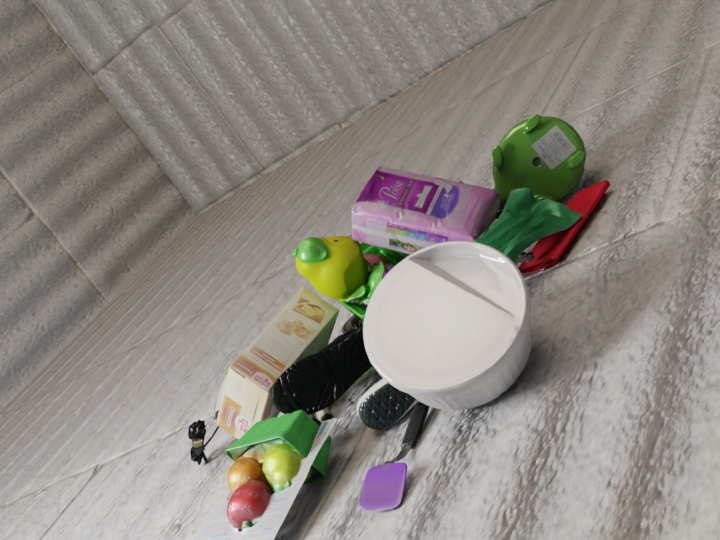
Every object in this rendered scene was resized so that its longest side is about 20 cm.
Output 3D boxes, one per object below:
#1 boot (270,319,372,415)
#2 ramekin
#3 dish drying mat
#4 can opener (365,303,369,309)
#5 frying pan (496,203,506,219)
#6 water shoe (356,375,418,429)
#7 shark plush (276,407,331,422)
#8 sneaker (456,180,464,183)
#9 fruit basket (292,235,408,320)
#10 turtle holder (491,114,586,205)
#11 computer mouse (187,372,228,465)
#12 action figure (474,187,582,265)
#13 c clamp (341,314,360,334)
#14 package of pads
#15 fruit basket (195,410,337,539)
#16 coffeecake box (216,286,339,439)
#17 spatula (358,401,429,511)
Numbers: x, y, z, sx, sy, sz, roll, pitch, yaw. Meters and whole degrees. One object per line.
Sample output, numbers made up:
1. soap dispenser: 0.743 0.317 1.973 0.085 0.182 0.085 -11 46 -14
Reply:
1. boot: -0.044 0.136 1.510 0.198 0.074 0.162 -34 0 -15
2. ramekin: 0.112 0.072 1.284 0.201 0.094 0.203 -12 55 18
3. dish drying mat: 0.298 -0.061 1.577 0.077 0.018 0.200 -21 21 48
4. can opener: 0.103 0.052 1.394 0.199 0.079 0.063 -18 29 23
5. frying pan: 0.187 -0.099 1.686 0.189 0.031 0.115 -15 38 8
6. water shoe: 0.077 0.125 1.394 0.200 0.072 0.079 -33 12 9
7. shark plush: -0.094 0.191 1.605 0.200 0.091 0.084 -85 20 -65
8. sneaker: 0.155 -0.085 1.886 0.088 0.081 0.200 -38 8 21
9. fruit basket: 0.000 0.000 1.654 0.155 0.216 0.216 -40 15 -10
10. turtle holder: 0.279 -0.153 1.725 0.132 0.140 0.186 -12 -57 -75
11. computer mouse: -0.213 0.207 1.719 0.200 0.044 0.110 -54 -17 -26
12. action figure: 0.211 -0.041 1.518 0.118 0.055 0.200 19 41 33
13. c clamp: 0.051 0.053 1.770 0.200 0.027 0.171 -34 15 8
14. package of pads: 0.096 -0.082 1.601 0.199 0.076 0.121 14 45 17
15. fruit basket: -0.122 0.282 1.380 0.185 0.094 0.201 -22 35 45
16. coffeecake box: -0.126 0.148 1.656 0.200 0.073 0.154 -49 -14 -41
17. spatula: 0.048 0.212 1.279 0.056 0.021 0.200 -14 21 27
